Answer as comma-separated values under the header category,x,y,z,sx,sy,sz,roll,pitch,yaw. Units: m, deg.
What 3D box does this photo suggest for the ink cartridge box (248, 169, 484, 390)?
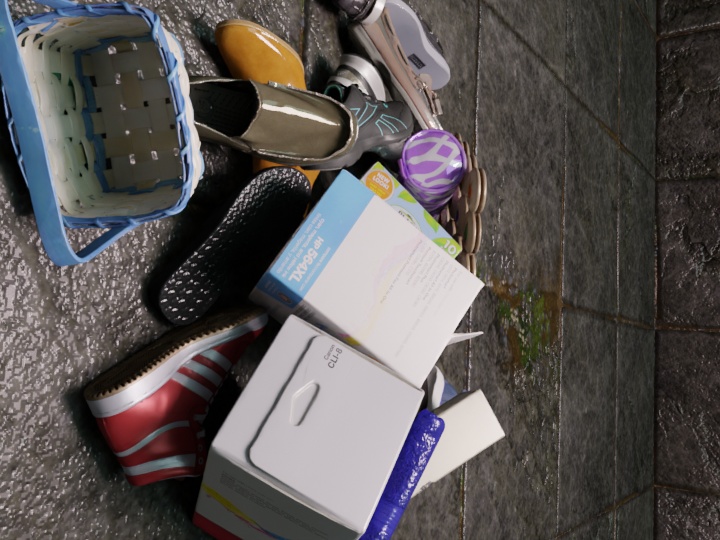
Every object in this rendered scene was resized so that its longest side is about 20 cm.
category,x,y,z,sx,sy,sz,roll,pitch,yaw
ink cartridge box,0.011,0.028,0.735,0.199,0.128,0.126,38,70,-5

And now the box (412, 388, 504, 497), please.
category,x,y,z,sx,sy,sz,roll,pitch,yaw
box,0.075,0.227,0.934,0.198,0.082,0.069,-28,84,-16

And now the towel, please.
category,x,y,z,sx,sy,sz,roll,pitch,yaw
towel,0.025,0.247,0.804,0.202,0.049,0.148,-60,169,-17

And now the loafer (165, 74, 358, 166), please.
category,x,y,z,sx,sy,sz,roll,pitch,yaw
loafer,-0.093,-0.138,0.701,0.196,0.070,0.077,4,100,-16

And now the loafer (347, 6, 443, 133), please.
category,x,y,z,sx,sy,sz,roll,pitch,yaw
loafer,0.061,-0.246,0.959,0.201,0.062,0.072,55,-1,3

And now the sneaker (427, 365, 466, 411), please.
category,x,y,z,sx,sy,sz,roll,pitch,yaw
sneaker,0.101,0.250,1.070,0.147,0.079,0.202,58,39,-33

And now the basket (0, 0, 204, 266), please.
category,x,y,z,sx,sy,sz,roll,pitch,yaw
basket,-0.194,-0.106,0.551,0.200,0.136,0.180,-80,162,-79

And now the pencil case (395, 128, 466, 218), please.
category,x,y,z,sx,sy,sz,roll,pitch,yaw
pencil case,0.072,-0.107,0.946,0.200,0.084,0.086,115,-35,-74

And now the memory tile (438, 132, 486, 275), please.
category,x,y,z,sx,sy,sz,roll,pitch,yaw
memory tile,0.123,-0.078,0.938,0.201,0.016,0.156,-98,-170,-64

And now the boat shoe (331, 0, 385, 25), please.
category,x,y,z,sx,sy,sz,roll,pitch,yaw
boat shoe,-0.007,-0.405,0.938,0.060,0.073,0.204,13,72,-36

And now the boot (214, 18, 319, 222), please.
category,x,y,z,sx,sy,sz,roll,pitch,yaw
boot,-0.095,-0.147,0.787,0.201,0.070,0.147,41,54,-54

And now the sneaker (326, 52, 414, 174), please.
category,x,y,z,sx,sy,sz,roll,pitch,yaw
sneaker,-0.001,-0.164,0.957,0.116,0.075,0.201,-58,141,-17

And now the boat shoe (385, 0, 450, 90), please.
category,x,y,z,sx,sy,sz,roll,pitch,yaw
boat shoe,0.070,-0.334,1.061,0.199,0.069,0.067,28,48,-50

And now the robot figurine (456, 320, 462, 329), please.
category,x,y,z,sx,sy,sz,roll,pitch,yaw
robot figurine,0.057,0.018,0.975,0.126,0.149,0.200,-58,135,-18

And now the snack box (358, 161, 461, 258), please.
category,x,y,z,sx,sy,sz,roll,pitch,yaw
snack box,0.000,0.000,0.836,0.142,0.053,0.200,45,68,-6

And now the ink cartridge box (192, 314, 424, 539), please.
category,x,y,z,sx,sy,sz,roll,pitch,yaw
ink cartridge box,-0.054,0.173,0.693,0.146,0.143,0.201,-60,176,-37

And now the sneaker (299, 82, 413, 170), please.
category,x,y,z,sx,sy,sz,roll,pitch,yaw
sneaker,0.000,-0.170,0.826,0.200,0.074,0.081,-37,123,-52

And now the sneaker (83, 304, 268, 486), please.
category,x,y,z,sx,sy,sz,roll,pitch,yaw
sneaker,-0.150,0.114,0.693,0.199,0.070,0.114,-32,112,-45

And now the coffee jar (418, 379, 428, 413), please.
category,x,y,z,sx,sy,sz,roll,pitch,yaw
coffee jar,0.010,0.158,0.929,0.199,0.084,0.106,-16,103,-57

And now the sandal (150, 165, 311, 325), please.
category,x,y,z,sx,sy,sz,roll,pitch,yaw
sandal,-0.130,-0.035,0.733,0.200,0.048,0.076,-45,132,-21
